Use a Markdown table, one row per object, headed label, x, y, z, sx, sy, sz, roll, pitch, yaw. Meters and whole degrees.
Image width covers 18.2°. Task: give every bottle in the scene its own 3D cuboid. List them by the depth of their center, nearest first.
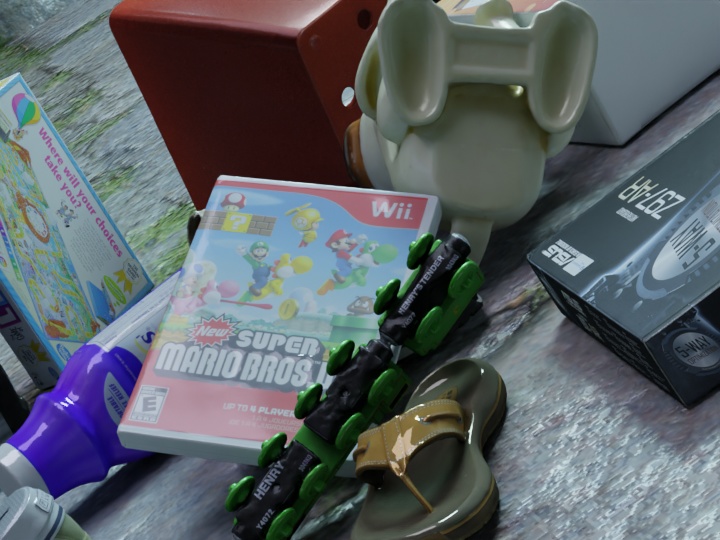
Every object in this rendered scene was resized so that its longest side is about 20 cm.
| label | x | y | z | sx | sy | sz | roll | pitch | yaw |
| --- | --- | --- | --- | --- | --- | --- | --- | --- | --- |
| bottle | -0.147 | 0.076 | 1.427 | 0.200 | 0.084 | 0.065 | -38 | 13 | -24 |

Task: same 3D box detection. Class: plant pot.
| label | x | y | z | sx | sy | sz | roll | pitch | yaw |
| --- | --- | --- | --- | --- | --- | --- | --- | --- | --- |
| plant pot | -0.039 | -0.161 | 1.746 | 0.176 | 0.201 | 0.200 | 10 | 43 | 47 |

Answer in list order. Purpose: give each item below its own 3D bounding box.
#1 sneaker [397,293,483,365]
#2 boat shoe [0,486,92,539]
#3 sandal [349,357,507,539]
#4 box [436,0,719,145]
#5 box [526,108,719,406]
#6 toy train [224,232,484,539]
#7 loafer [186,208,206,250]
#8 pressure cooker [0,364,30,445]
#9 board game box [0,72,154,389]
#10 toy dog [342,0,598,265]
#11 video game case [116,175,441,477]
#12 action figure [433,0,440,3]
| label | x | y | z | sx | sy | sz | roll | pitch | yaw |
| --- | --- | --- | --- | --- | --- | --- | --- | --- | --- |
| sneaker | 0.000 | 0.000 | 1.383 | 0.076 | 0.088 | 0.200 | -36 | 18 | -17 |
| boat shoe | -0.217 | 0.211 | 1.209 | 0.200 | 0.062 | 0.072 | -51 | 14 | -1 |
| sandal | 0.030 | 0.089 | 1.146 | 0.080 | 0.054 | 0.200 | -25 | 19 | 20 |
| box | 0.163 | -0.175 | 1.557 | 0.152 | 0.107 | 0.200 | -37 | 18 | -17 |
| box | 0.187 | -0.017 | 1.176 | 0.160 | 0.044 | 0.200 | -36 | 18 | -2 |
| toy train | -0.002 | 0.066 | 1.193 | 0.200 | 0.042 | 0.056 | -54 | -19 | -6 |
| loafer | -0.078 | 0.033 | 1.368 | 0.068 | 0.076 | 0.201 | 6 | 39 | -8 |
| pressure cooker | -0.357 | 0.090 | 1.586 | 0.200 | 0.179 | 0.176 | -34 | 20 | -11 |
| board game box | -0.251 | -0.030 | 1.697 | 0.034 | 0.201 | 0.135 | -17 | 21 | 38 |
| toy dog | 0.064 | -0.090 | 1.453 | 0.139 | 0.195 | 0.200 | -7 | 2 | -12 |
| video game case | -0.044 | 0.028 | 1.299 | 0.142 | 0.018 | 0.201 | 6 | 50 | 15 |
| action figure | 0.107 | -0.225 | 1.784 | 0.193 | 0.105 | 0.200 | -30 | -17 | 26 |
